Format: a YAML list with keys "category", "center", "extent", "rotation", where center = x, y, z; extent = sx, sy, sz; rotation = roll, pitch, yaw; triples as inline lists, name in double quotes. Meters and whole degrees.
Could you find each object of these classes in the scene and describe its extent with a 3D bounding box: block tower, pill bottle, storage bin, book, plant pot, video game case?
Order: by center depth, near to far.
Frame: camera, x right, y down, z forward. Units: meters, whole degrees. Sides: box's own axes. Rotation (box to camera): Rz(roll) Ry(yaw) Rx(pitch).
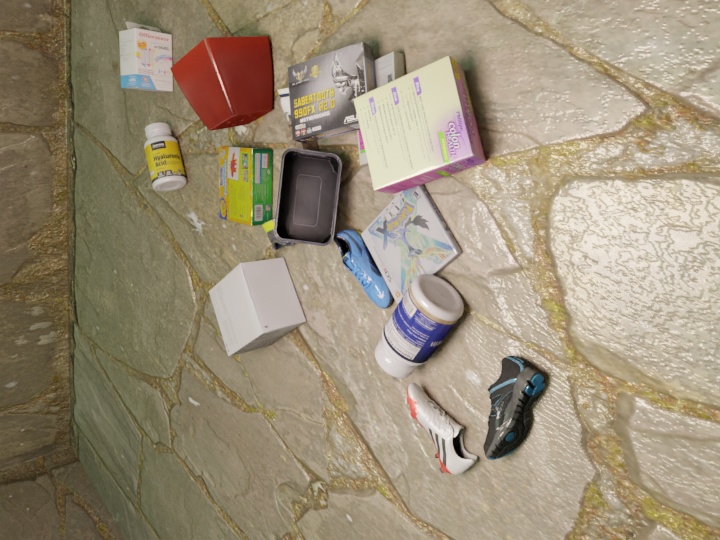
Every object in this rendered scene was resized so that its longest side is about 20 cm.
- category: "pill bottle"
  center: [0.111, 0.116, 1.071]
  extent: [0.116, 0.114, 0.202]
  rotation: [50, 128, 27]
- category: "book"
  center: [0.040, -0.332, 1.118]
  extent: [0.132, 0.047, 0.205]
  rotation: [-1, 95, 48]
- category: "video game case"
  center: [0.099, -0.059, 1.120]
  extent: [0.200, 0.022, 0.185]
  rotation: [-44, 67, 40]
- category: "storage bin"
  center: [-0.119, -0.162, 1.208]
  extent: [0.094, 0.132, 0.205]
  rotation: [-161, 78, -83]
- category: "block tower"
  center: [-0.130, -0.259, 1.295]
  extent: [0.057, 0.053, 0.204]
  rotation: [-17, 85, 44]
- category: "plant pot"
  center: [-0.337, -0.474, 1.382]
  extent: [0.198, 0.198, 0.180]
  rotation: [-9, 102, 45]
- category: "pill bottle"
  center: [-0.648, -0.374, 1.760]
  extent: [0.110, 0.110, 0.204]
  rotation: [-20, 83, 45]

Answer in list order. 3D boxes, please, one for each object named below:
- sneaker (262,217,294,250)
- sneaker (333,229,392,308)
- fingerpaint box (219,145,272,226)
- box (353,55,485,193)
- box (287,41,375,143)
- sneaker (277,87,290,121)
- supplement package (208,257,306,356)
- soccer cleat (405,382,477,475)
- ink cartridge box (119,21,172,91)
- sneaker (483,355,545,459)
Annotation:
- category: "sneaker"
  center: [-0.176, -0.108, 1.366]
  extent: [0.198, 0.073, 0.083]
  rotation: [-16, 95, 51]
- category: "sneaker"
  center: [0.000, 0.000, 1.192]
  extent: [0.066, 0.078, 0.203]
  rotation: [-41, 70, 39]
- category: "fingerpaint box"
  center: [-0.318, -0.236, 1.476]
  extent: [0.165, 0.073, 0.205]
  rotation: [13, 106, 42]
- category: "box"
  center: [0.108, -0.259, 0.986]
  extent: [0.197, 0.096, 0.180]
  rotation: [-15, 86, 28]
- category: "box"
  center: [-0.061, -0.369, 1.127]
  extent: [0.196, 0.048, 0.162]
  rotation: [-4, 91, 32]
- category: "sneaker"
  center: [-0.116, -0.394, 1.257]
  extent: [0.198, 0.076, 0.082]
  rotation: [17, 122, 46]
- category: "supplement package"
  center: [-0.282, 0.097, 1.443]
  extent: [0.199, 0.145, 0.195]
  rotation: [-32, 74, 43]
- category: "soccer cleat"
  center: [0.164, 0.315, 1.092]
  extent: [0.085, 0.068, 0.203]
  rotation: [-36, 74, 33]
- category: "ink cartridge box"
  center: [-0.700, -0.697, 1.746]
  extent: [0.124, 0.127, 0.205]
  rotation: [16, 109, 42]
- category: "sneaker"
  center: [0.269, 0.253, 0.979]
  extent: [0.082, 0.072, 0.204]
  rotation: [43, 120, 51]
